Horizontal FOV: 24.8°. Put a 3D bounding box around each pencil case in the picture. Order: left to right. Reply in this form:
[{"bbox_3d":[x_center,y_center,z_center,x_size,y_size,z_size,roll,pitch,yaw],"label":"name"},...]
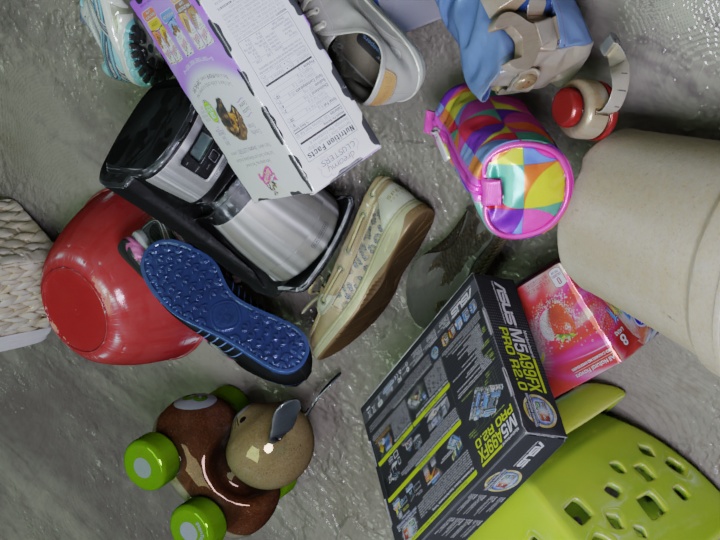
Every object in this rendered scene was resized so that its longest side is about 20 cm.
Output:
[{"bbox_3d":[0.109,-0.092,1.320,0.087,0.200,0.089,-3,109,-8],"label":"pencil case"}]

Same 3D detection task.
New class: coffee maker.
[{"bbox_3d":[-0.138,-0.070,1.523,0.199,0.136,0.191,37,141,-26],"label":"coffee maker"}]

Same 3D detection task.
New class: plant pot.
[{"bbox_3d":[0.174,0.225,1.430,0.182,0.198,0.200,54,134,12],"label":"plant pot"},{"bbox_3d":[0.258,-0.024,1.255,0.183,0.199,0.202,23,125,41],"label":"plant pot"}]

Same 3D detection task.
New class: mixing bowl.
[{"bbox_3d":[-0.267,0.022,1.744,0.199,0.108,0.202,17,120,32],"label":"mixing bowl"}]

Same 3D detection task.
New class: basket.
[{"bbox_3d":[-0.443,0.008,1.811,0.136,0.199,0.124,43,125,32],"label":"basket"}]

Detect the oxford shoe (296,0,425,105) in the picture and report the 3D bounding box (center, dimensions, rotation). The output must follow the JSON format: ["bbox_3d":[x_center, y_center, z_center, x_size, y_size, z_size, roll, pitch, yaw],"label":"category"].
[{"bbox_3d":[-0.034,-0.203,1.294,0.200,0.058,0.075,44,133,14],"label":"oxford shoe"}]

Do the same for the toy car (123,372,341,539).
[{"bbox_3d":[-0.108,0.164,1.655,0.200,0.164,0.158,-41,83,35],"label":"toy car"}]

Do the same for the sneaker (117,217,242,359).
[{"bbox_3d":[-0.147,0.016,1.665,0.200,0.086,0.080,47,167,-17],"label":"sneaker"}]

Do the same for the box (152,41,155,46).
[{"bbox_3d":[-0.128,-0.296,1.490,0.199,0.032,0.122,-30,59,43],"label":"box"}]

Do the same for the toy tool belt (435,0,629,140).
[{"bbox_3d":[0.112,-0.185,1.283,0.125,0.122,0.201,-53,49,43],"label":"toy tool belt"}]

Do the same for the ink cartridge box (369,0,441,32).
[{"bbox_3d":[-0.024,-0.224,1.406,0.199,0.136,0.077,-12,101,41],"label":"ink cartridge box"}]

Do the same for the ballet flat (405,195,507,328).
[{"bbox_3d":[0.098,-0.017,1.476,0.068,0.046,0.201,53,138,22],"label":"ballet flat"}]

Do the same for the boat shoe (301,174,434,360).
[{"bbox_3d":[0.000,0.000,1.546,0.063,0.073,0.201,43,121,17],"label":"boat shoe"}]

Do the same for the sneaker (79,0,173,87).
[{"bbox_3d":[-0.249,-0.276,1.607,0.086,0.077,0.202,4,113,41],"label":"sneaker"}]

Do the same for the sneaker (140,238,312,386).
[{"bbox_3d":[-0.131,0.048,1.603,0.199,0.070,0.078,37,164,14],"label":"sneaker"}]

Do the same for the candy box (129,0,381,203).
[{"bbox_3d":[-0.087,-0.158,1.302,0.201,0.071,0.168,59,163,-11],"label":"candy box"}]

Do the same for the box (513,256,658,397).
[{"bbox_3d":[0.155,0.058,1.426,0.200,0.095,0.100,-34,88,43],"label":"box"}]

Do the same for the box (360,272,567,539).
[{"bbox_3d":[0.080,0.126,1.367,0.200,0.044,0.161,-53,40,39],"label":"box"}]
